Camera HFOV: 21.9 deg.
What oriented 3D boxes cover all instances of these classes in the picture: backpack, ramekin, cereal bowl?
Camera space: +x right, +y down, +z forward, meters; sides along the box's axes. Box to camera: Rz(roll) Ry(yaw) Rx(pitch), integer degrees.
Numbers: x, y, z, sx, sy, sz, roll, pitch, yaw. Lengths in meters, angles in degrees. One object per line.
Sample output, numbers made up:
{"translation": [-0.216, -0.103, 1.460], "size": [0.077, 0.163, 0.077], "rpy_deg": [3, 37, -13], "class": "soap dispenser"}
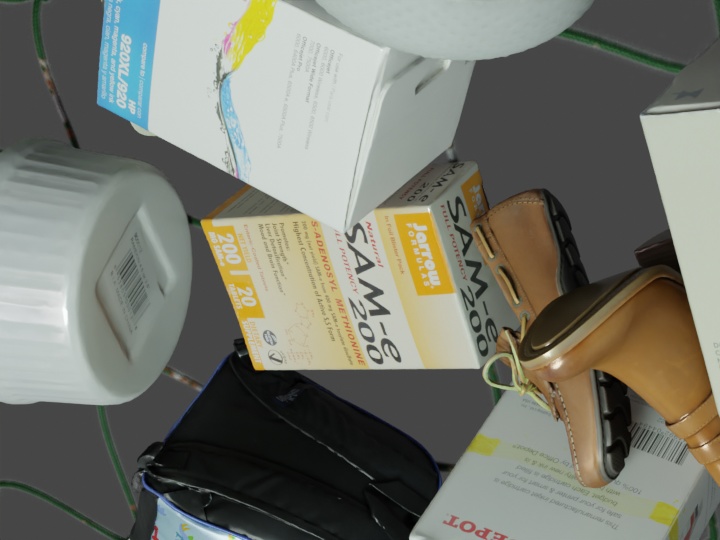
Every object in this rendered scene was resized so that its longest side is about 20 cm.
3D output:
{"translation": [-0.048, 0.179, 1.377], "size": [0.200, 0.183, 0.147], "rpy_deg": [24, 135, 14], "class": "backpack"}
{"translation": [-0.205, 0.005, 1.371], "size": [0.098, 0.200, 0.201], "rpy_deg": [7, 121, 24], "class": "ramekin"}
{"translation": [0.047, -0.189, 1.073], "size": [0.200, 0.200, 0.083], "rpy_deg": [29, 139, 17], "class": "cereal bowl"}

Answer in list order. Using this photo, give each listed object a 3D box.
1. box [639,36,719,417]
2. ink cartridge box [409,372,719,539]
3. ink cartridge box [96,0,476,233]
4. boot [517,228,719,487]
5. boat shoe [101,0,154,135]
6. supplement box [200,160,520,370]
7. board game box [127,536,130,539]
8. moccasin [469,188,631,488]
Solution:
{"translation": [0.255, -0.029, 1.068], "size": [0.109, 0.128, 0.200], "rpy_deg": [-3, 115, 35], "class": "box"}
{"translation": [0.140, 0.153, 1.204], "size": [0.145, 0.200, 0.083], "rpy_deg": [20, 139, 24], "class": "ink cartridge box"}
{"translation": [-0.042, -0.150, 1.189], "size": [0.200, 0.147, 0.145], "rpy_deg": [28, 131, 19], "class": "ink cartridge box"}
{"translation": [0.189, 0.068, 1.122], "size": [0.074, 0.200, 0.155], "rpy_deg": [-19, 97, 48], "class": "boot"}
{"translation": [-0.149, -0.188, 1.311], "size": [0.068, 0.072, 0.200], "rpy_deg": [-122, 22, -48], "class": "boat shoe"}
{"translation": [0.000, 0.000, 1.302], "size": [0.200, 0.074, 0.126], "rpy_deg": [-3, 115, 36], "class": "supplement box"}
{"translation": [-0.127, 0.300, 1.585], "size": [0.200, 0.064, 0.148], "rpy_deg": [44, 132, 3], "class": "board game box"}
{"translation": [0.117, 0.045, 1.185], "size": [0.078, 0.074, 0.202], "rpy_deg": [-24, 70, 16], "class": "moccasin"}
